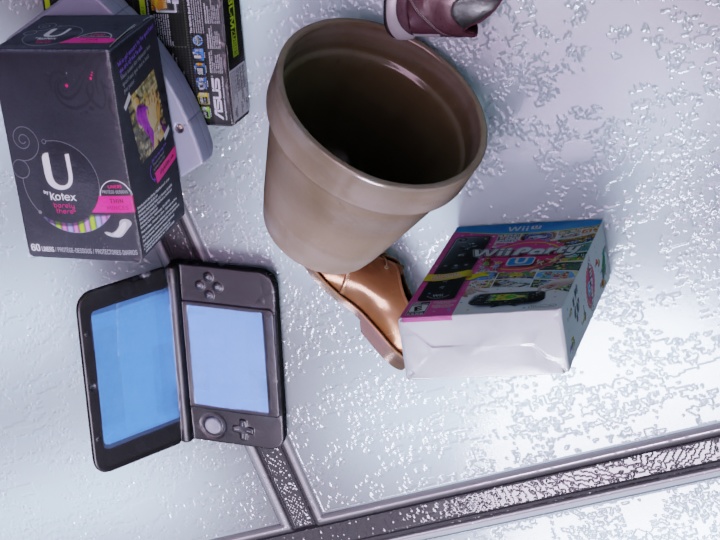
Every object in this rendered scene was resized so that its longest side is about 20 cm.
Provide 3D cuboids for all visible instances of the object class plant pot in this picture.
[{"bbox_3d":[-0.007,-0.094,1.452,0.199,0.200,0.174,32,135,4],"label":"plant pot"}]

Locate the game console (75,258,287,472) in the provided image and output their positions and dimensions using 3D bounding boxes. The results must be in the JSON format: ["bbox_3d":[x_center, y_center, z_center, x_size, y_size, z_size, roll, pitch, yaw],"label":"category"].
[{"bbox_3d":[-0.176,0.103,1.625,0.174,0.116,0.203,6,115,18],"label":"game console"}]

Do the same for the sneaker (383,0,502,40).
[{"bbox_3d":[0.083,-0.292,1.392,0.114,0.076,0.202,9,125,11],"label":"sneaker"}]

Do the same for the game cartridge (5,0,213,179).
[{"bbox_3d":[-0.231,-0.168,1.525,0.132,0.041,0.201,-26,104,33],"label":"game cartridge"}]

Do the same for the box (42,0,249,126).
[{"bbox_3d":[-0.208,-0.240,1.529,0.191,0.048,0.202,5,115,21],"label":"box"}]

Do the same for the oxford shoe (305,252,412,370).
[{"bbox_3d":[0.000,0.000,1.550,0.071,0.071,0.200,-40,104,18],"label":"oxford shoe"}]

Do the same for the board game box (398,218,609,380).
[{"bbox_3d":[0.131,0.023,1.429,0.146,0.200,0.065,-3,112,20],"label":"board game box"}]

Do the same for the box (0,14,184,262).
[{"bbox_3d":[-0.245,-0.121,1.471,0.121,0.106,0.202,2,115,18],"label":"box"}]
